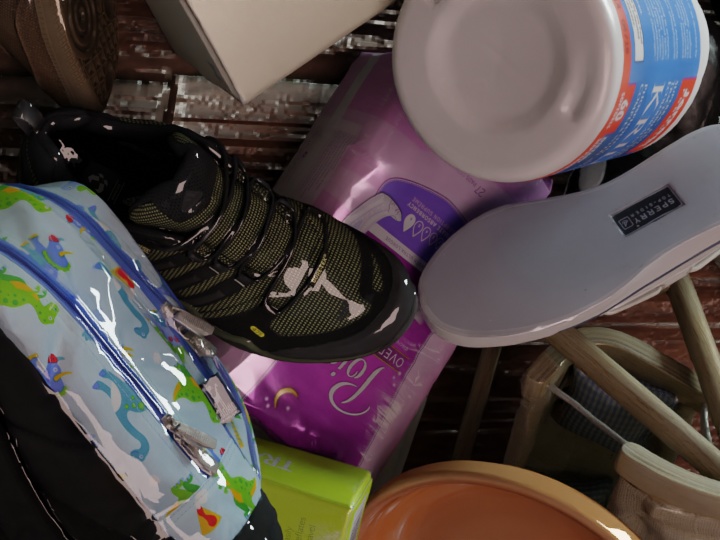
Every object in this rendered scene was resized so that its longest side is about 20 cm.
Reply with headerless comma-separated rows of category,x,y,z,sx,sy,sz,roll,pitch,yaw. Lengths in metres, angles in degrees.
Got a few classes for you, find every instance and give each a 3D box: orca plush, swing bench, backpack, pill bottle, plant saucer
orca plush,0.148,-0.049,0.993,0.200,0.071,0.105,-46,124,-3
swing bench,0.143,0.129,0.963,0.128,0.201,0.200,-8,132,-23
backpack,-0.134,0.061,0.773,0.200,0.162,0.155,44,51,-23
pill bottle,0.104,-0.107,0.878,0.200,0.111,0.113,-18,126,-61
plant saucer,0.083,0.175,0.906,0.037,0.198,0.202,-45,132,-45

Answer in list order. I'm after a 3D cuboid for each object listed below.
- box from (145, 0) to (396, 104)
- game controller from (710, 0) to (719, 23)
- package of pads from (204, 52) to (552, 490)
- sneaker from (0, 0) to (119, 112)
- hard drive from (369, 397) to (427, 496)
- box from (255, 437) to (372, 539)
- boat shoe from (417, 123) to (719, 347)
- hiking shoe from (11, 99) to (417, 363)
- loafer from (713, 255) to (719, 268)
box,-0.008,-0.173,0.847,0.199,0.095,0.078,-36,122,-10
game controller,0.275,-0.103,0.988,0.104,0.042,0.201,-27,78,-20
package of pads,0.000,0.000,0.919,0.120,0.075,0.201,37,81,-29
sneaker,-0.167,-0.152,0.799,0.075,0.071,0.201,-2,134,15
hard drive,-0.046,0.132,0.999,0.131,0.027,0.202,10,106,-31
box,-0.103,0.132,0.888,0.198,0.048,0.123,16,109,10
boat shoe,0.121,-0.005,0.909,0.198,0.074,0.066,-20,153,-10
hiking shoe,-0.067,-0.015,0.810,0.198,0.101,0.076,22,81,0
loafer,0.247,-0.018,1.058,0.063,0.071,0.201,-57,141,-25
